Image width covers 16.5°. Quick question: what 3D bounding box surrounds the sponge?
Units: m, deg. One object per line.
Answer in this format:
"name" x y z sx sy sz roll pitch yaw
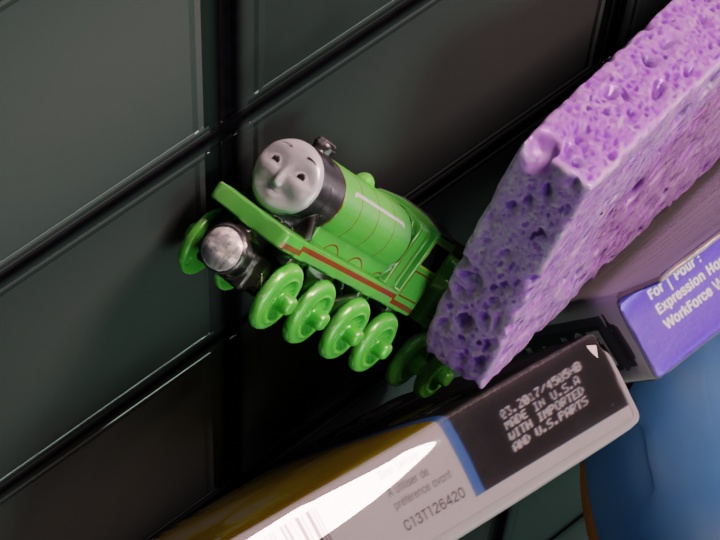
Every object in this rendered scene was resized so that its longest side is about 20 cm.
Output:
"sponge" 0.101 -0.050 0.837 0.200 0.030 0.112 -42 164 -39

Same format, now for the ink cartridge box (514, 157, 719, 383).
"ink cartridge box" 0.156 -0.030 0.905 0.198 0.043 0.200 -37 -177 -13

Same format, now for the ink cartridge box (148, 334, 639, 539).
"ink cartridge box" -0.031 0.095 0.874 0.197 0.047 0.200 -30 -175 -31

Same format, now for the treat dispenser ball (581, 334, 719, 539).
"treat dispenser ball" 0.194 0.087 1.067 0.201 0.201 0.201 -36 159 -17

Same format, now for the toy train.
"toy train" 0.000 0.000 0.795 0.057 0.042 0.200 -54 159 2
